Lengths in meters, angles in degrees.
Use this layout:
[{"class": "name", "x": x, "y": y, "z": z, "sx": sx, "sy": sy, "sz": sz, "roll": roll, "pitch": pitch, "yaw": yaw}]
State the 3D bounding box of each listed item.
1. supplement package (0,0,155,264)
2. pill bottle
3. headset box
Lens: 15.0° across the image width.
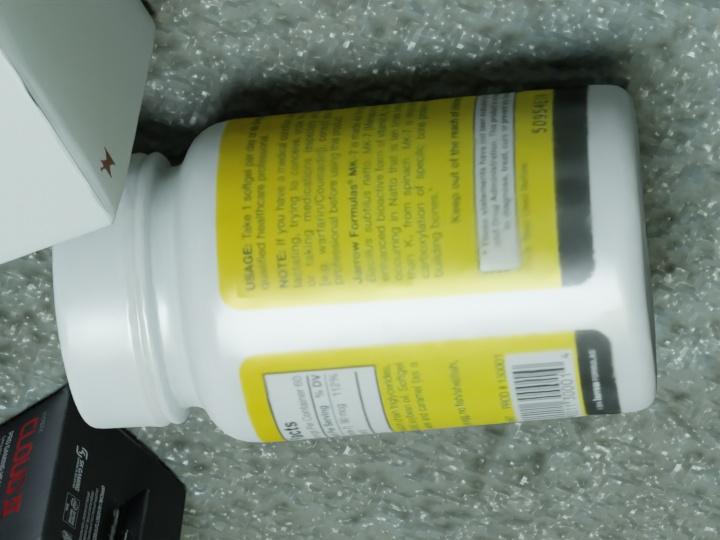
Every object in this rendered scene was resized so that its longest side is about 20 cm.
[{"class": "supplement package", "x": -0.186, "y": -0.061, "z": 0.909, "sx": 0.199, "sy": 0.117, "sz": 0.117, "roll": -18, "pitch": 124, "yaw": 18}, {"class": "pill bottle", "x": 0.000, "y": 0.000, "z": 0.949, "sx": 0.199, "sy": 0.114, "sz": 0.115, "roll": -5, "pitch": 128, "yaw": 7}, {"class": "headset box", "x": -0.155, "y": 0.148, "z": 1.051, "sx": 0.200, "sy": 0.149, "sz": 0.077, "roll": -31, "pitch": 121, "yaw": 25}]
